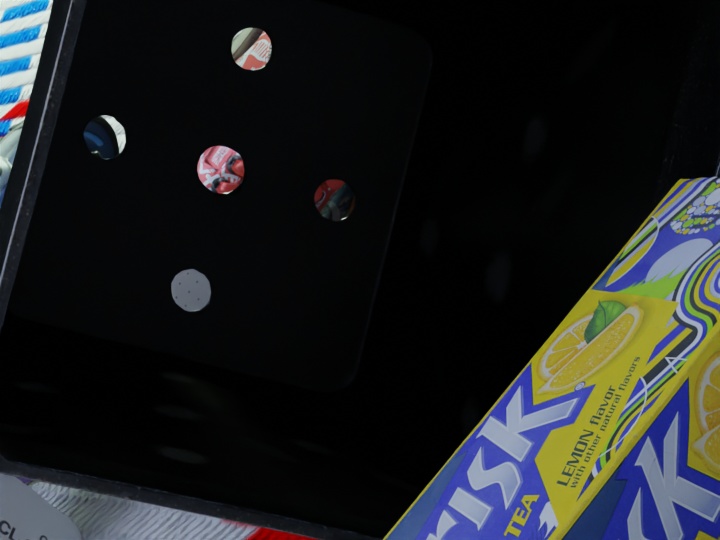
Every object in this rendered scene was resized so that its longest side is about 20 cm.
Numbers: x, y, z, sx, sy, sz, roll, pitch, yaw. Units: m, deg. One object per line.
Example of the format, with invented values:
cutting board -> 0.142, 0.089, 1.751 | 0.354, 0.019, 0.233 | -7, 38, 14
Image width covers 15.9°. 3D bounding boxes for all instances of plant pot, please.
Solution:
plant pot -> -0.018, -0.029, 0.783 | 0.177, 0.199, 0.201 | -169, 93, -72

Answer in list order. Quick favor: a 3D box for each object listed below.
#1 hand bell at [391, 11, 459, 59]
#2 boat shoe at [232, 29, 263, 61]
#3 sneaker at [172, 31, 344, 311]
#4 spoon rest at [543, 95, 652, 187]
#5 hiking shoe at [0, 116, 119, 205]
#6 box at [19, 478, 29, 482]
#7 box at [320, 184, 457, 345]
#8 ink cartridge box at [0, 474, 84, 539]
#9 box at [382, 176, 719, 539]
hand bell -> 0.088, -0.165, 0.864 | 0.200, 0.104, 0.104 | -47, 18, 40
boat shoe -> -0.014, -0.100, 1.128 | 0.202, 0.075, 0.075 | -26, 24, 44
sneaker -> -0.024, -0.052, 0.960 | 0.202, 0.067, 0.108 | -52, 17, -18
spoon rest -> 0.112, -0.044, 0.804 | 0.100, 0.061, 0.200 | -54, 21, -20
hiking shoe -> -0.132, 0.005, 1.095 | 0.086, 0.075, 0.200 | -5, 43, 26
box -> -0.112, 0.023, 1.149 | 0.200, 0.039, 0.137 | -23, 34, 48
box -> 0.000, 0.000, 0.975 | 0.200, 0.038, 0.137 | -26, 30, 44
ink cartridge box -> -0.233, 0.134, 1.047 | 0.200, 0.146, 0.083 | -31, 29, 38
box -> 0.065, 0.063, 0.666 | 0.200, 0.064, 0.070 | -49, 25, -24
